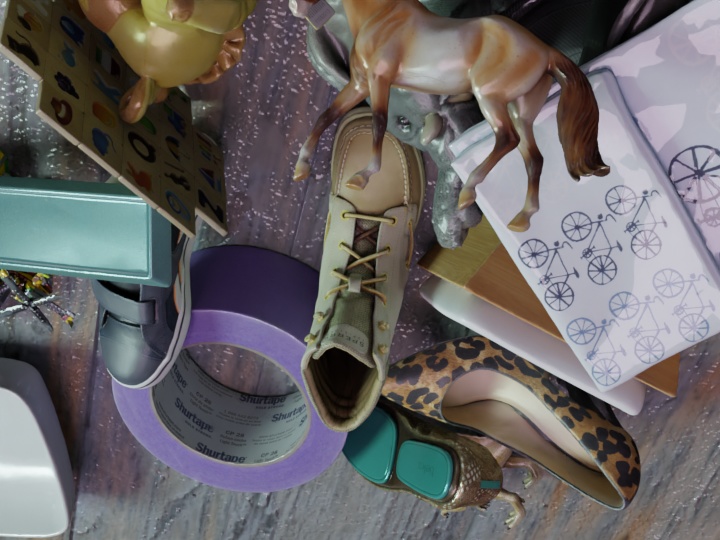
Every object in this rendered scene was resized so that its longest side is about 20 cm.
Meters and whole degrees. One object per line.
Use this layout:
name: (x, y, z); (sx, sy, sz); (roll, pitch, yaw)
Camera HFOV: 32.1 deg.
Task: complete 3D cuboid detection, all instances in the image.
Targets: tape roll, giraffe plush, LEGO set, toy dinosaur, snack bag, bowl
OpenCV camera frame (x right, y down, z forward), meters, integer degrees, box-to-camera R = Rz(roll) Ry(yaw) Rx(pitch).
tape roll: (-0.098, 0.084, 1.038); (0.198, 0.085, 0.201); (7, 129, 8)
giraffe plush: (-0.115, -0.189, 0.788); (0.201, 0.172, 0.162); (58, 146, 7)
LEGO set: (-0.332, 0.003, 1.005); (0.199, 0.116, 0.154); (-19, 121, 24)
toy dinosaur: (0.107, 0.166, 1.071); (0.101, 0.058, 0.199); (43, 124, -18)
snack bag: (0.180, -0.044, 0.725); (0.199, 0.021, 0.189); (-30, 109, 15)
bowl: (-0.361, 0.151, 1.154); (0.198, 0.075, 0.201); (2, 127, 10)

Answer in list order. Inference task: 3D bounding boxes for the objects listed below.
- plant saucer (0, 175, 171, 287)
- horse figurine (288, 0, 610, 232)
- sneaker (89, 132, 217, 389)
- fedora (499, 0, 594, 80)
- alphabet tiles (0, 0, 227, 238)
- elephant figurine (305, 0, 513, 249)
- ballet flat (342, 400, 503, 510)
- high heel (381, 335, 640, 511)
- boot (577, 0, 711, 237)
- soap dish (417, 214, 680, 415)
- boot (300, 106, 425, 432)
plant saucer: (-0.223, -0.030, 0.900); (0.198, 0.019, 0.071); (6, 100, 26)
horse figurine: (0.046, -0.100, 0.689); (0.198, 0.134, 0.050); (13, 174, 13)
sneaker: (-0.166, -0.010, 0.926); (0.078, 0.079, 0.202); (16, 96, 25)
fedora: (0.146, -0.096, 0.839); (0.176, 0.091, 0.200); (28, 128, -9)
alphabet tiles: (-0.159, -0.110, 0.835); (0.006, 0.167, 0.200); (-35, 127, 19)
elephant figurine: (0.037, -0.146, 0.788); (0.140, 0.156, 0.201); (17, 125, -12)
ballet flat: (0.049, 0.153, 1.023); (0.065, 0.200, 0.071); (13, 94, -28)
high heel: (0.112, 0.120, 0.945); (0.198, 0.143, 0.072); (4, 128, -15)
boot: (0.206, -0.094, 0.751); (0.173, 0.069, 0.201); (27, 111, -10)
soap dish: (0.130, 0.022, 0.880); (0.156, 0.200, 0.082); (28, 91, -7)
boot: (0.000, 0.000, 0.904); (0.071, 0.155, 0.201); (8, 128, 6)
